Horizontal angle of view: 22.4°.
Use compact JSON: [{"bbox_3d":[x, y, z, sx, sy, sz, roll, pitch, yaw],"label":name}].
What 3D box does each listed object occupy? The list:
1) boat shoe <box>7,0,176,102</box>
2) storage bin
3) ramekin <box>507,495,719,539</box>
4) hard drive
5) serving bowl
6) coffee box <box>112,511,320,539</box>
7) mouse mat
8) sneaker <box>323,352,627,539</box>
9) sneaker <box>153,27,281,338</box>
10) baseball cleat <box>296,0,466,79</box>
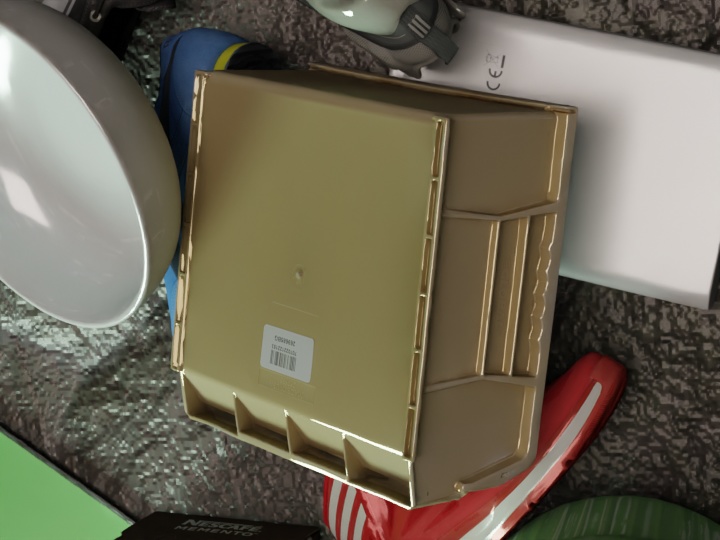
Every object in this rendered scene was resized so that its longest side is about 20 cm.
[{"bbox_3d":[-0.136,-0.166,1.052,0.066,0.070,0.201,35,108,6],"label":"boat shoe"},{"bbox_3d":[0.000,0.000,0.961,0.199,0.093,0.200,16,105,45],"label":"storage bin"},{"bbox_3d":[0.137,0.217,0.959,0.198,0.098,0.202,3,106,12],"label":"ramekin"},{"bbox_3d":[0.107,-0.067,0.990,0.199,0.027,0.133,14,101,20],"label":"hard drive"},{"bbox_3d":[-0.169,-0.069,1.020,0.199,0.066,0.201,28,137,29],"label":"serving bowl"},{"bbox_3d":[-0.085,0.253,1.076,0.113,0.080,0.202,3,98,18],"label":"coffee box"},{"bbox_3d":[-0.227,0.211,1.167,0.160,0.008,0.201,33,106,14],"label":"mouse mat"},{"bbox_3d":[0.049,0.097,1.008,0.115,0.078,0.200,43,108,10],"label":"sneaker"},{"bbox_3d":[-0.093,-0.039,1.058,0.078,0.066,0.202,11,102,36],"label":"sneaker"},{"bbox_3d":[-0.011,-0.157,0.982,0.070,0.106,0.200,-44,36,6],"label":"baseball cleat"}]
